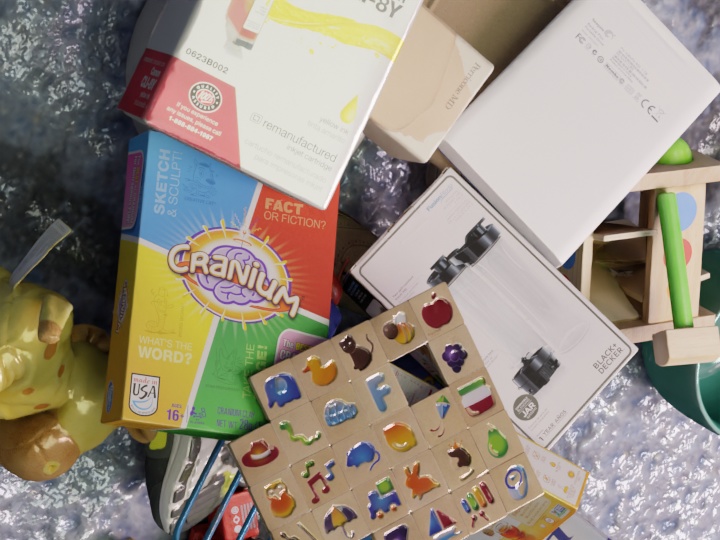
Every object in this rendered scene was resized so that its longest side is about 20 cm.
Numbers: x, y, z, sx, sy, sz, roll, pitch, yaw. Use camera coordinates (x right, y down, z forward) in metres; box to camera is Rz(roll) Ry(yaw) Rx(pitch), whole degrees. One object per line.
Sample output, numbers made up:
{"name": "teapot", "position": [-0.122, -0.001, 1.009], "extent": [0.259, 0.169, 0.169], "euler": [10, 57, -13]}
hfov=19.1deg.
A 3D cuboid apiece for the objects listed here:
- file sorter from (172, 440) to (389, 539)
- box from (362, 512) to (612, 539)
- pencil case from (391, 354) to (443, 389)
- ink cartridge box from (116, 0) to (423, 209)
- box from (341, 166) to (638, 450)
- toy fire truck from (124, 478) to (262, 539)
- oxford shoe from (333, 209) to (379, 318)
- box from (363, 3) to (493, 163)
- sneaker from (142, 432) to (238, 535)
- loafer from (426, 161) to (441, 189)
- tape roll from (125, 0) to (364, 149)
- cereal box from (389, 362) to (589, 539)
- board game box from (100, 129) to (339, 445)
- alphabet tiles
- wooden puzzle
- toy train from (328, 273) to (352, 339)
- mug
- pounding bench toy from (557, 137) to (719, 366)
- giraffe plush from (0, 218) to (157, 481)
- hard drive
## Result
{"name": "file sorter", "position": [-0.034, 0.210, 1.593], "extent": [0.123, 0.138, 0.200], "euler": [-63, 151, -20]}
{"name": "box", "position": [0.098, 0.250, 1.718], "extent": [0.184, 0.199, 0.105], "euler": [-52, 158, -3]}
{"name": "pencil case", "position": [0.051, 0.096, 1.681], "extent": [0.198, 0.087, 0.078], "euler": [-8, 140, 3]}
{"name": "ink cartridge box", "position": [-0.052, -0.164, 1.440], "extent": [0.144, 0.083, 0.201], "euler": [25, 90, -19]}
{"name": "box", "position": [0.095, 0.034, 1.612], "extent": [0.200, 0.060, 0.117], "euler": [43, 76, 2]}
{"name": "toy fire truck", "position": [-0.144, 0.234, 1.683], "extent": [0.140, 0.049, 0.202], "euler": [-14, 110, -20]}
{"name": "oxford shoe", "position": [0.000, 0.000, 1.666], "extent": [0.199, 0.075, 0.071], "euler": [19, 98, -31]}
{"name": "box", "position": [-0.012, -0.174, 1.538], "extent": [0.199, 0.078, 0.095], "euler": [37, 85, -19]}
{"name": "sneaker", "position": [-0.135, 0.102, 1.598], "extent": [0.074, 0.084, 0.202], "euler": [-21, 129, -43]}
{"name": "loafer", "position": [0.098, -0.029, 1.711], "extent": [0.069, 0.070, 0.202], "euler": [-20, 115, -21]}
{"name": "tape roll", "position": [-0.077, -0.147, 1.601], "extent": [0.201, 0.037, 0.205], "euler": [-9, 111, -25]}
{"name": "cereal box", "position": [0.053, 0.143, 1.591], "extent": [0.199, 0.144, 0.040], "euler": [28, 58, -5]}
{"name": "board game box", "position": [-0.095, 0.016, 1.493], "extent": [0.152, 0.040, 0.202], "euler": [9, 78, -26]}
{"name": "alphabet tiles", "position": [0.013, 0.123, 1.491], "extent": [0.199, 0.008, 0.168], "euler": [-25, 89, -22]}
{"name": "wooden puzzle", "position": [0.112, -0.157, 1.654], "extent": [0.184, 0.037, 0.201], "euler": [36, 73, -11]}
{"name": "toy train", "position": [-0.069, 0.049, 1.609], "extent": [0.115, 0.085, 0.201], "euler": [-27, 106, 27]}
{"name": "mug", "position": [0.329, 0.052, 1.833], "extent": [0.184, 0.114, 0.153], "euler": [-23, 115, -20]}
{"name": "pounding bench toy", "position": [0.223, -0.026, 1.702], "extent": [0.123, 0.200, 0.158], "euler": [-7, 110, -25]}
{"name": "giraffe plush", "position": [-0.238, 0.078, 1.526], "extent": [0.199, 0.173, 0.162], "euler": [-35, 132, 6]}
{"name": "hard drive", "position": [0.167, -0.118, 1.630], "extent": [0.132, 0.025, 0.200], "euler": [45, 71, -4]}
